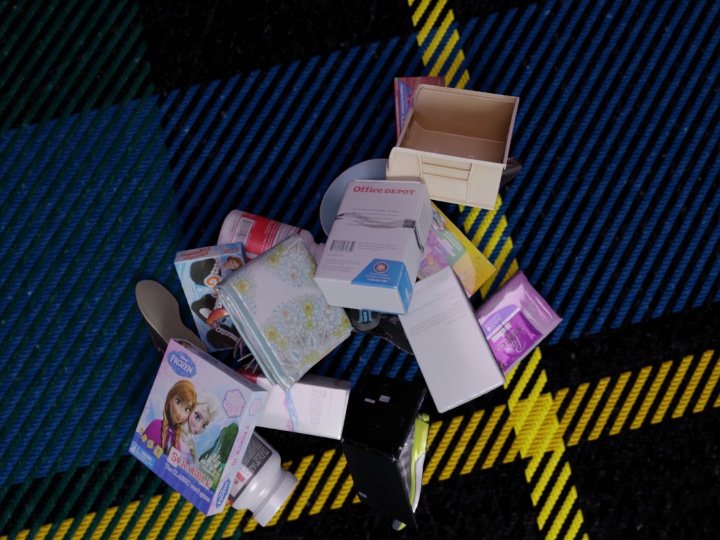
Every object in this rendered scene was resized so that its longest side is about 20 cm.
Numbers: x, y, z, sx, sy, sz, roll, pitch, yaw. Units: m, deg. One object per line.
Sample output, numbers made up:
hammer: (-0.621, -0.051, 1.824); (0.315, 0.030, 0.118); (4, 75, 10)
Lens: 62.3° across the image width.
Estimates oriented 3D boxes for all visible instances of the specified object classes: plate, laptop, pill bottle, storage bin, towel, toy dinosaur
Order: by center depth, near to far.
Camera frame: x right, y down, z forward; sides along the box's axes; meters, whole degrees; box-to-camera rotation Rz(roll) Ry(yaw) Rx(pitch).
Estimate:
towel: (-0.118, 0.066, 0.967); (0.170, 0.048, 0.203); (-35, 98, -35)
laptop: (0.053, 0.298, 1.017); (0.103, 0.176, 0.203); (37, 68, -26)
storage bin: (0.158, -0.219, 1.027); (0.193, 0.095, 0.203); (12, 48, 12)
pill bottle: (-0.209, 0.334, 1.029); (0.199, 0.116, 0.116); (41, 85, 5)
toy dinosaur: (-0.175, 0.093, 1.035); (0.182, 0.103, 0.203); (50, 50, -34)
pill bottle: (-0.151, -0.029, 1.073); (0.195, 0.112, 0.115); (16, 83, 1)
plate: (0.020, -0.119, 1.096); (0.195, 0.026, 0.205); (-10, 57, 15)

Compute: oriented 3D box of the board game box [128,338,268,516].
board game box: (-0.263, 0.242, 0.951); (0.197, 0.041, 0.204); (22, 91, 28)

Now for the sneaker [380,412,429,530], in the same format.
sneaker: (0.073, 0.351, 1.058); (0.079, 0.074, 0.206); (8, 76, 7)

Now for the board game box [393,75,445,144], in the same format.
board game box: (0.118, -0.272, 1.149); (0.100, 0.019, 0.206); (-2, 83, -2)

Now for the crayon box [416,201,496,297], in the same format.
crayon box: (0.139, -0.028, 1.101); (0.119, 0.058, 0.200); (-43, 85, -5)

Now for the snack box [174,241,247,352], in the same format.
snack box: (-0.239, 0.050, 1.040); (0.113, 0.037, 0.204); (-9, 126, -1)

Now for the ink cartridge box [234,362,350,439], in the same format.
ink cartridge box: (-0.119, 0.222, 1.027); (0.194, 0.148, 0.088); (11, 86, 1)

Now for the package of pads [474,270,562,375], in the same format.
package of pads: (0.255, 0.110, 1.077); (0.199, 0.076, 0.121); (-42, 82, -5)

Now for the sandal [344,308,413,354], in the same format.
sandal: (0.036, 0.090, 1.092); (0.196, 0.048, 0.077); (21, 84, 2)

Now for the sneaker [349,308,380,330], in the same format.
sneaker: (0.000, 0.000, 1.063); (0.071, 0.083, 0.204); (-12, 59, -3)

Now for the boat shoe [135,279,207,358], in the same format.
boat shoe: (-0.351, 0.105, 1.076); (0.202, 0.073, 0.063); (50, 129, 17)

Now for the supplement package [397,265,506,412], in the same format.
supplement package: (0.147, 0.115, 0.986); (0.115, 0.117, 0.204); (-25, 75, 10)

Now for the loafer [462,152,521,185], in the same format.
loafer: (0.207, -0.192, 1.103); (0.195, 0.073, 0.073); (-9, 76, -16)

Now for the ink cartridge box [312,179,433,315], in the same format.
ink cartridge box: (0.027, -0.042, 0.973); (0.141, 0.084, 0.204); (5, 58, 23)
